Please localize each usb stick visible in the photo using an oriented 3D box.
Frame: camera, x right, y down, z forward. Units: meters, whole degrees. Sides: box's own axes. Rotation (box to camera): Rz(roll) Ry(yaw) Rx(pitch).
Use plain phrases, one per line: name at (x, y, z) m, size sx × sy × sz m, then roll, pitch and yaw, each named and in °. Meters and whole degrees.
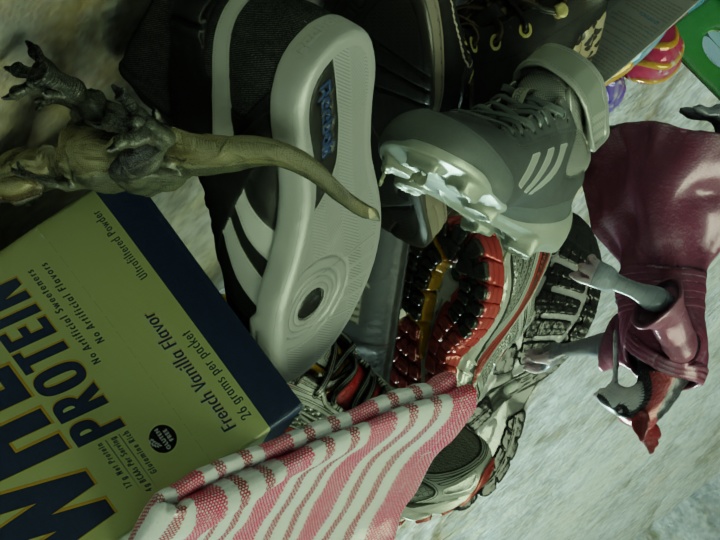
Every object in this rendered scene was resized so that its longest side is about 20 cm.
usb stick at (0.000, 0.000, 1.382) m, size 0.033 × 0.055 × 0.201 m, roll -47°, pitch 155°, yaw -40°

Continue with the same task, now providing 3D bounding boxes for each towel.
towel at (-0.041, 0.125, 1.118) m, size 0.200 × 0.030 × 0.147 m, roll -19°, pitch 146°, yaw -43°

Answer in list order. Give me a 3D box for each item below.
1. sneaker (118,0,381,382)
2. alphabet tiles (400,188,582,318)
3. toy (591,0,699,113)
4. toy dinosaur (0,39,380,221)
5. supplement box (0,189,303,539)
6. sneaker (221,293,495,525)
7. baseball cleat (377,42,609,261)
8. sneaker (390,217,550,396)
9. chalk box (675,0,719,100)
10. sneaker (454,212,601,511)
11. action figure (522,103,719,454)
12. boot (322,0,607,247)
sneaker at (-0.052, -0.051, 1.084) m, size 0.073 × 0.112 × 0.201 m, roll -37°, pitch 148°, yaw -36°
alphabet tiles at (0.054, 0.006, 1.532) m, size 0.200 × 0.015 × 0.196 m, roll -43°, pitch 164°, yaw 10°
toy at (0.152, -0.131, 1.366) m, size 0.200 × 0.047 × 0.115 m, roll -45°, pitch -156°, yaw 0°
toy dinosaur at (-0.094, -0.052, 1.011) m, size 0.088 × 0.199 × 0.048 m, roll 41°, pitch 60°, yaw -51°
supplement box at (-0.158, 0.086, 1.137) m, size 0.199 × 0.134 × 0.200 m, roll -35°, pitch 173°, yaw -18°
sneaker at (-0.020, 0.077, 1.384) m, size 0.078 × 0.199 × 0.082 m, roll -59°, pitch 166°, yaw -47°
baseball cleat at (0.065, -0.068, 1.180) m, size 0.107 × 0.069 × 0.200 m, roll -66°, pitch 162°, yaw -3°
sneaker at (0.063, 0.038, 1.452) m, size 0.082 × 0.078 × 0.200 m, roll -24°, pitch 154°, yaw -35°
chalk box at (0.273, -0.169, 1.511) m, size 0.200 × 0.125 × 0.124 m, roll -32°, pitch 162°, yaw -32°
sneaker at (0.079, 0.047, 1.559) m, size 0.074 × 0.081 × 0.201 m, roll 24°, pitch 100°, yaw -41°
action figure at (0.180, 0.009, 1.467) m, size 0.148 × 0.201 × 0.134 m, roll 2°, pitch 171°, yaw -12°
boot at (0.056, -0.119, 1.240) m, size 0.151 × 0.073 × 0.200 m, roll -44°, pitch 149°, yaw -25°
